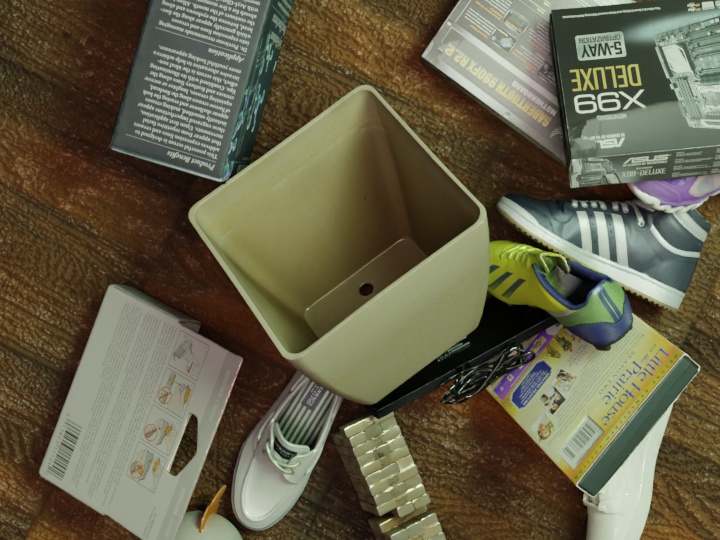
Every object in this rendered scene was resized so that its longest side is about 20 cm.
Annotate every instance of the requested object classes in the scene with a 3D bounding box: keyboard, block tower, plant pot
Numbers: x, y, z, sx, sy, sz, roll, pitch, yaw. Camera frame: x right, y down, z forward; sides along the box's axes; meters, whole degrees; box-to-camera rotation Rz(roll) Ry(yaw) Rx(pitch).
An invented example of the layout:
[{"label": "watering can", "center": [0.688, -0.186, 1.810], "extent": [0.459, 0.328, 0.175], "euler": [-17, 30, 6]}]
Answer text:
[{"label": "keyboard", "center": [0.094, 0.089, 1.212], "extent": [0.199, 0.104, 0.040], "euler": [-29, 121, 1]}, {"label": "block tower", "center": [0.036, 0.232, 1.237], "extent": [0.054, 0.058, 0.202], "euler": [-23, 95, -20]}, {"label": "plant pot", "center": [0.000, 0.000, 1.137], "extent": [0.199, 0.178, 0.200], "euler": [-35, 53, -5]}]

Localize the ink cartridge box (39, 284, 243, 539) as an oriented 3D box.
[{"label": "ink cartridge box", "center": [-0.200, 0.139, 1.215], "extent": [0.175, 0.045, 0.202], "euler": [25, 96, 27]}]

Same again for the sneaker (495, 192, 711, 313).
[{"label": "sneaker", "center": [0.233, -0.052, 1.205], "extent": [0.198, 0.070, 0.109], "euler": [27, 98, -5]}]

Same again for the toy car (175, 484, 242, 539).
[{"label": "toy car", "center": [-0.162, 0.301, 1.210], "extent": [0.182, 0.177, 0.202], "euler": [11, 83, 4]}]

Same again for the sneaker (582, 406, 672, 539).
[{"label": "sneaker", "center": [0.217, 0.177, 1.209], "extent": [0.114, 0.074, 0.202], "euler": [15, 86, -21]}]

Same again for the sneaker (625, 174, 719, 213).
[{"label": "sneaker", "center": [0.325, -0.110, 1.153], "extent": [0.198, 0.089, 0.081], "euler": [-8, 60, -22]}]

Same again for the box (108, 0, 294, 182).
[{"label": "box", "center": [-0.138, -0.190, 1.169], "extent": [0.106, 0.148, 0.202], "euler": [17, 96, 1]}]

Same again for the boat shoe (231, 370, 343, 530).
[{"label": "boat shoe", "center": [-0.072, 0.162, 1.236], "extent": [0.073, 0.067, 0.202], "euler": [24, 95, 0]}]

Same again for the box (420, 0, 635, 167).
[{"label": "box", "center": [0.180, -0.206, 1.205], "extent": [0.199, 0.048, 0.159], "euler": [35, 96, 0]}]

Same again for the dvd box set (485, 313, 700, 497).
[{"label": "dvd box set", "center": [0.199, 0.093, 1.161], "extent": [0.029, 0.200, 0.147], "euler": [35, 95, -31]}]

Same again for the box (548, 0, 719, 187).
[{"label": "box", "center": [0.269, -0.159, 1.117], "extent": [0.197, 0.050, 0.159], "euler": [-4, 62, 5]}]

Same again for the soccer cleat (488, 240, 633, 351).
[{"label": "soccer cleat", "center": [0.166, 0.003, 1.160], "extent": [0.065, 0.200, 0.084], "euler": [-42, 127, -13]}]
